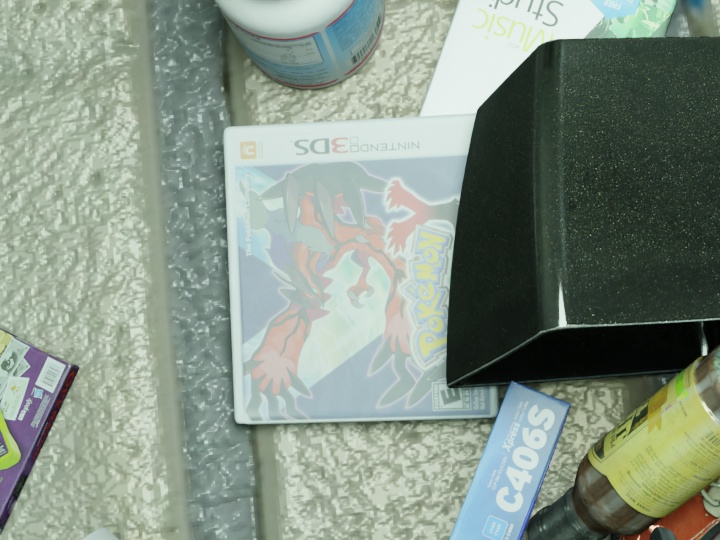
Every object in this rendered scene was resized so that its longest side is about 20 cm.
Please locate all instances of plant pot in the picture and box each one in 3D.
[{"bbox_3d":[0.161,-0.037,1.017,0.197,0.200,0.180,-3,79,-15],"label":"plant pot"}]

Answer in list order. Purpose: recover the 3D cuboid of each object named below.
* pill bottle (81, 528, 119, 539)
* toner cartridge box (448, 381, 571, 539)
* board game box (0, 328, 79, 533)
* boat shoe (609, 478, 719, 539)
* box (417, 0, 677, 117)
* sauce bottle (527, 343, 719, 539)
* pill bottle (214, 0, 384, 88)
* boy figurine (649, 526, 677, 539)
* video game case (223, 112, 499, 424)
[{"bbox_3d":[-0.126,0.267,1.068,0.200,0.116,0.116,41,87,10],"label":"pill bottle"},{"bbox_3d":[0.080,0.175,1.071,0.043,0.095,0.202,21,84,10],"label":"toner cartridge box"},{"bbox_3d":[-0.289,0.132,1.149,0.119,0.032,0.202,25,85,6],"label":"board game box"},{"bbox_3d":[0.236,0.119,1.080,0.200,0.063,0.071,-45,82,0],"label":"boat shoe"},{"bbox_3d":[0.126,-0.139,1.141,0.143,0.036,0.202,18,86,8],"label":"box"},{"bbox_3d":[0.177,0.122,1.034,0.065,0.064,0.200,52,127,10],"label":"sauce bottle"},{"bbox_3d":[-0.044,-0.194,1.083,0.107,0.200,0.110,-1,81,5],"label":"pill bottle"},{"bbox_3d":[0.277,0.194,1.042,0.197,0.125,0.065,-1,54,-7],"label":"boy figurine"},{"bbox_3d":[0.000,0.000,1.120,0.180,0.023,0.203,-2,91,9],"label":"video game case"}]
